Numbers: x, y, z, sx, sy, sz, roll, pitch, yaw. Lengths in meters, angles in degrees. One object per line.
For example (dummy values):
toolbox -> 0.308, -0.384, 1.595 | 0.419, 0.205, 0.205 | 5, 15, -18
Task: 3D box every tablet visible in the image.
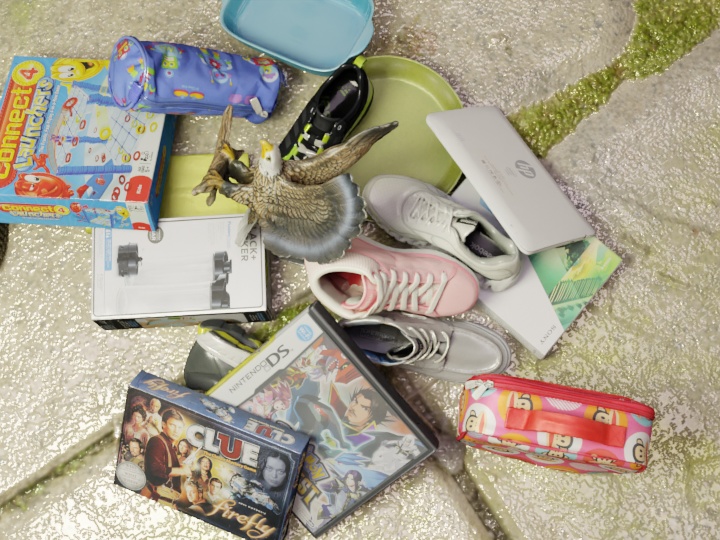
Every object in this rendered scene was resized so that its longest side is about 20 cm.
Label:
tablet -> 0.168, -0.106, 1.204 | 0.129, 0.014, 0.201 | -13, 61, -42

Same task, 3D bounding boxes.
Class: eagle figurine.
eagle figurine -> -0.068, -0.090, 1.114 | 0.197, 0.151, 0.154 | 9, 96, 10

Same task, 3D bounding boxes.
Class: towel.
towel -> -0.227, -0.091, 1.268 | 0.197, 0.018, 0.087 | -3, 84, 0

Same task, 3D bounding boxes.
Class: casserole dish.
casserole dish -> -0.073, -0.297, 1.278 | 0.198, 0.039, 0.122 | 26, 75, 16

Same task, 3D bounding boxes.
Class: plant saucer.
plant saucer -> 0.029, -0.151, 1.264 | 0.197, 0.031, 0.203 | -1, 79, 3

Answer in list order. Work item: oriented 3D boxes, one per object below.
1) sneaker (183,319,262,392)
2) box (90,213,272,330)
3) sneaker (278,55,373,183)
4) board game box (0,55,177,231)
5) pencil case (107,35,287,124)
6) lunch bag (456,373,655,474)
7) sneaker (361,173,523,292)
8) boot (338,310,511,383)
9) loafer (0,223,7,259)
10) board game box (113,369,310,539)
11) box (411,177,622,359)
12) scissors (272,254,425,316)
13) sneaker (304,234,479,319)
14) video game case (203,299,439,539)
sneaker -> -0.107, 0.134, 1.199 | 0.199, 0.075, 0.085 | 34, 109, 1
box -> -0.201, 0.001, 1.222 | 0.197, 0.060, 0.118 | -2, 75, 1
sneaker -> -0.053, -0.155, 1.210 | 0.071, 0.083, 0.202 | 28, 81, 8
board game box -> -0.316, -0.148, 1.229 | 0.193, 0.056, 0.202 | 3, 59, 2
pencil case -> -0.180, -0.208, 1.207 | 0.198, 0.078, 0.087 | 1, 44, -39
lunch bag -> 0.199, 0.161, 1.120 | 0.197, 0.176, 0.083 | 11, 80, 3
sneaker -> 0.092, -0.052, 1.183 | 0.198, 0.081, 0.076 | 29, 83, 9
boot -> 0.066, 0.087, 1.174 | 0.197, 0.096, 0.075 | 8, 95, 6
loafer -> -0.449, -0.081, 1.245 | 0.066, 0.076, 0.203 | -1, 70, 4
board game box -> -0.161, 0.203, 1.150 | 0.198, 0.035, 0.137 | 19, 117, 10
box -> 0.177, -0.019, 1.229 | 0.199, 0.036, 0.145 | 40, 83, 8
scissors -> 0.000, 0.000, 1.244 | 0.198, 0.014, 0.074 | 28, 83, 8
sneaker -> 0.033, 0.020, 1.126 | 0.198, 0.105, 0.076 | 18, 117, -10
video game case -> -0.047, 0.161, 1.141 | 0.180, 0.026, 0.200 | -39, 96, 20
